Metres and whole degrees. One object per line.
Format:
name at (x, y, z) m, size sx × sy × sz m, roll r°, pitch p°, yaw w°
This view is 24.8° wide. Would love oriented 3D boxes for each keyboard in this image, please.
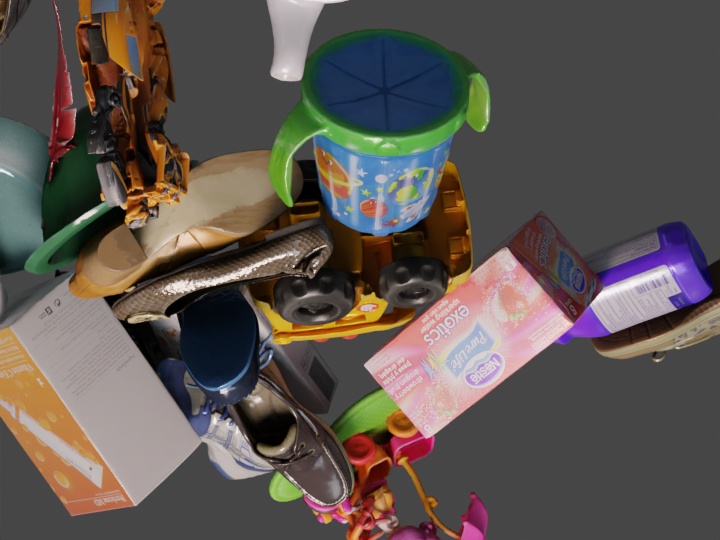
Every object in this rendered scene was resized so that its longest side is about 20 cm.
keyboard at (-0.243, 0.079, 1.576) m, size 0.104 × 0.040 × 0.201 m, roll 4°, pitch 139°, yaw 22°

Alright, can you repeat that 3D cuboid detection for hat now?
hat at (-0.244, -0.121, 1.378) m, size 0.200 × 0.166 × 0.177 m, roll -34°, pitch 87°, yaw 27°

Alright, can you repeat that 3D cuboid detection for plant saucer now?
plant saucer at (-0.342, -0.055, 1.446) m, size 0.199 × 0.036 × 0.201 m, roll -2°, pitch 138°, yaw -2°

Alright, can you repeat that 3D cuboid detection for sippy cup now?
sippy cup at (0.017, -0.105, 1.332) m, size 0.177 × 0.140 × 0.131 m, roll 4°, pitch 137°, yaw 1°

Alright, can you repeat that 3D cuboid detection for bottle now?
bottle at (0.227, 0.021, 1.539) m, size 0.199 × 0.066 × 0.084 m, roll -22°, pitch 137°, yaw 21°

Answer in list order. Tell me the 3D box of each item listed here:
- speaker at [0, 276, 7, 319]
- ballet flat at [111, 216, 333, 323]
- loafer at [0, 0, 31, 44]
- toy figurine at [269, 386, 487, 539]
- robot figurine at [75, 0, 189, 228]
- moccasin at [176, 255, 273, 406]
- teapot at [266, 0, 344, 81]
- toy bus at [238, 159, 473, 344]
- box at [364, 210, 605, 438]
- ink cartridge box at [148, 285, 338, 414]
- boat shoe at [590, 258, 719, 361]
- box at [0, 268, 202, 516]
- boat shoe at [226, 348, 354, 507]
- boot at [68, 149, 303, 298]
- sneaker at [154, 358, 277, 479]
speaker at (-0.361, -0.032, 1.383) m, size 0.081 × 0.082 × 0.201 m, roll -5°, pitch 138°, yaw 3°
ballet flat at (-0.113, 0.009, 1.357) m, size 0.199 × 0.047 × 0.067 m, roll -21°, pitch 179°, yaw 10°
loafer at (-0.277, -0.252, 1.205) m, size 0.072 × 0.073 × 0.201 m, roll -2°, pitch 137°, yaw 1°
toy figurine at (0.040, 0.235, 1.619) m, size 0.199 × 0.184 × 0.151 m, roll -27°, pitch 148°, yaw -21°
robot figurine at (-0.172, -0.133, 1.233) m, size 0.058 × 0.201 × 0.145 m, roll -9°, pitch 175°, yaw 8°
moccasin at (-0.113, 0.057, 1.396) m, size 0.080 × 0.200 × 0.068 m, roll -20°, pitch 122°, yaw 2°
teapot at (-0.026, -0.264, 1.152) m, size 0.197 × 0.147 × 0.200 m, roll -23°, pitch 133°, yaw 20°
toy bus at (0.000, 0.000, 1.468) m, size 0.199 × 0.136 × 0.192 m, roll -7°, pitch 151°, yaw 1°
box at (0.113, 0.051, 1.497) m, size 0.095 × 0.103 × 0.200 m, roll 49°, pitch 122°, yaw 1°
ink cartridge box at (-0.139, 0.070, 1.591) m, size 0.173 × 0.044 × 0.200 m, roll 0°, pitch 143°, yaw 29°
boat shoe at (0.319, 0.043, 1.563) m, size 0.199 × 0.074 × 0.063 m, roll -22°, pitch 132°, yaw 19°
box at (-0.261, 0.114, 1.502) m, size 0.124 × 0.097 × 0.201 m, roll -17°, pitch 110°, yaw 50°
boat shoe at (-0.076, 0.154, 1.534) m, size 0.073 × 0.065 × 0.200 m, roll -32°, pitch 110°, yaw 17°
boot at (-0.154, -0.038, 1.391) m, size 0.200 × 0.071 × 0.144 m, roll -27°, pitch -179°, yaw -20°
sneaker at (-0.126, 0.138, 1.594) m, size 0.088 × 0.076 × 0.200 m, roll -8°, pitch 149°, yaw 24°
